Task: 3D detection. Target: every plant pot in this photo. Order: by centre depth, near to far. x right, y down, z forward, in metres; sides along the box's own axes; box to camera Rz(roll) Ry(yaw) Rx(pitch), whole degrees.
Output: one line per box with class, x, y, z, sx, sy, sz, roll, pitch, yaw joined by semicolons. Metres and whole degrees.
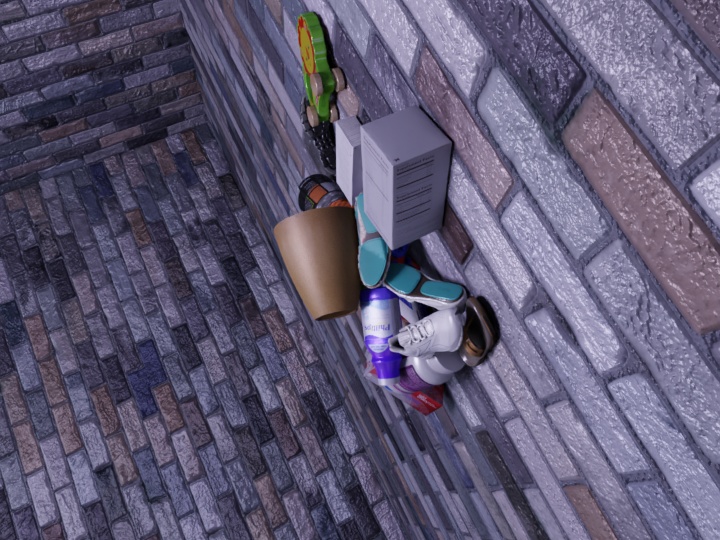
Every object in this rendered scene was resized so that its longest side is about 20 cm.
plant pot;-0.069;-0.005;1.154;0.186;0.184;0.202;122;136;-72

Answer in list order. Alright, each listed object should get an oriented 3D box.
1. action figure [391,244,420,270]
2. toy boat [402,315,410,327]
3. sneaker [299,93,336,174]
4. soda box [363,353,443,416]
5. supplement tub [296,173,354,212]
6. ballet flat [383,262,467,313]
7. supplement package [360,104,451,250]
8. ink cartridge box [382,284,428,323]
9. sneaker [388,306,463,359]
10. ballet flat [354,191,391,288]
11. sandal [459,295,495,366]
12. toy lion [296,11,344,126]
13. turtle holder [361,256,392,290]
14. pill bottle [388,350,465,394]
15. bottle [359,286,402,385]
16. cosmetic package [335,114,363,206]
action figure;0.089;-0.026;1.166;0.201;0.065;0.100;88;162;-54
toy boat;0.099;0.187;1.401;0.131;0.129;0.202;-84;-16;-54
sneaker;-0.106;-0.333;1.373;0.079;0.075;0.202;-144;34;-66
soda box;0.106;0.261;1.325;0.199;0.070;0.063;35;128;-17
supplement tub;-0.083;-0.166;1.448;0.200;0.121;0.124;46;155;53
ballet flat;0.120;0.042;1.085;0.199;0.069;0.070;19;136;39
supplement package;0.074;-0.154;0.948;0.114;0.109;0.201;57;162;32
ink cartridge box;0.110;0.068;1.292;0.200;0.039;0.100;43;152;60
sneaker;0.121;0.123;1.030;0.200;0.086;0.075;132;135;-54
ballet flat;0.030;-0.062;1.120;0.064;0.075;0.203;22;-117;-68
sandal;0.200;0.124;1.030;0.082;0.054;0.201;58;163;28
toy lion;-0.100;-0.448;1.226;0.200;0.068;0.194;118;133;-72
turtle holder;0.006;0.000;1.290;0.185;0.140;0.133;43;112;42
pill bottle;0.136;0.195;1.193;0.200;0.111;0.113;-36;77;56
bottle;0.048;0.135;1.161;0.083;0.065;0.203;-6;91;30
cosmetic package;-0.016;-0.240;1.243;0.201;0.050;0.083;94;151;-60
